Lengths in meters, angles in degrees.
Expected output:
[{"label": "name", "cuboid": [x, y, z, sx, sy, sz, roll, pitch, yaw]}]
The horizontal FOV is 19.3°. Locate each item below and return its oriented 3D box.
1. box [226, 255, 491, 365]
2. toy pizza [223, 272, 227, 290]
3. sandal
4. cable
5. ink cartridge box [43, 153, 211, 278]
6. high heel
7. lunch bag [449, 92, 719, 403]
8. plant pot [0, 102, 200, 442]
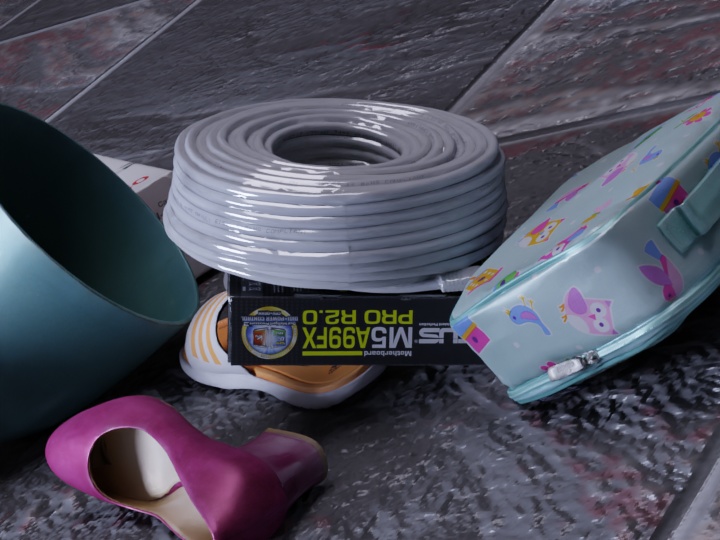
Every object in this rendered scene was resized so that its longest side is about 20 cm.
[{"label": "box", "cuboid": [0.000, 0.000, 1.267, 0.160, 0.044, 0.200, 1, 21, -4]}, {"label": "toy pizza", "cuboid": [-0.008, -0.038, 1.483, 0.200, 0.032, 0.200, -22, 20, 8]}, {"label": "sandal", "cuboid": [-0.052, 0.034, 1.308, 0.079, 0.059, 0.207, -34, 21, -24]}, {"label": "cable", "cuboid": [-0.014, -0.047, 1.227, 0.199, 0.069, 0.200, -4, 22, -15]}, {"label": "ink cartridge box", "cuboid": [-0.216, -0.014, 1.595, 0.147, 0.083, 0.200, -33, 20, -19]}, {"label": "high heel", "cuboid": [-0.120, 0.120, 1.165, 0.200, 0.068, 0.096, 7, 24, 34]}, {"label": "lunch bag", "cuboid": [0.149, -0.015, 1.119, 0.160, 0.077, 0.200, -28, 12, 49]}, {"label": "plant pot", "cuboid": [-0.231, 0.016, 1.385, 0.161, 0.200, 0.201, -46, 14, 17]}]
